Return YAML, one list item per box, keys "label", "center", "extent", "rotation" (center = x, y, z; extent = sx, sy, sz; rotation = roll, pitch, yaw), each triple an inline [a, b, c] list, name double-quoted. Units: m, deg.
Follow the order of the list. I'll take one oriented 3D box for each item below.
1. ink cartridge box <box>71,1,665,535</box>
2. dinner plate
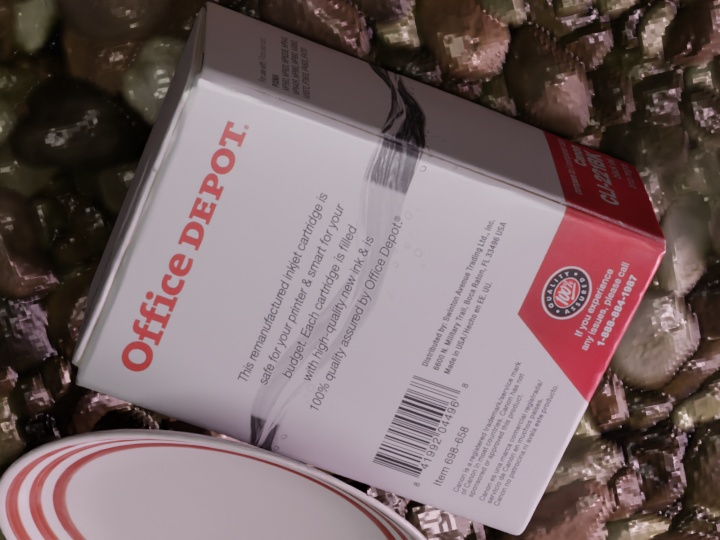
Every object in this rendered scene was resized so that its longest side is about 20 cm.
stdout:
- label: "ink cartridge box"
  center: [0.000, 0.000, 0.934]
  extent: [0.198, 0.084, 0.145]
  rotation: [20, 113, -13]
- label: "dinner plate"
  center: [-0.055, 0.114, 0.973]
  extent: [0.198, 0.024, 0.201]
  rotation: [11, 147, 7]
